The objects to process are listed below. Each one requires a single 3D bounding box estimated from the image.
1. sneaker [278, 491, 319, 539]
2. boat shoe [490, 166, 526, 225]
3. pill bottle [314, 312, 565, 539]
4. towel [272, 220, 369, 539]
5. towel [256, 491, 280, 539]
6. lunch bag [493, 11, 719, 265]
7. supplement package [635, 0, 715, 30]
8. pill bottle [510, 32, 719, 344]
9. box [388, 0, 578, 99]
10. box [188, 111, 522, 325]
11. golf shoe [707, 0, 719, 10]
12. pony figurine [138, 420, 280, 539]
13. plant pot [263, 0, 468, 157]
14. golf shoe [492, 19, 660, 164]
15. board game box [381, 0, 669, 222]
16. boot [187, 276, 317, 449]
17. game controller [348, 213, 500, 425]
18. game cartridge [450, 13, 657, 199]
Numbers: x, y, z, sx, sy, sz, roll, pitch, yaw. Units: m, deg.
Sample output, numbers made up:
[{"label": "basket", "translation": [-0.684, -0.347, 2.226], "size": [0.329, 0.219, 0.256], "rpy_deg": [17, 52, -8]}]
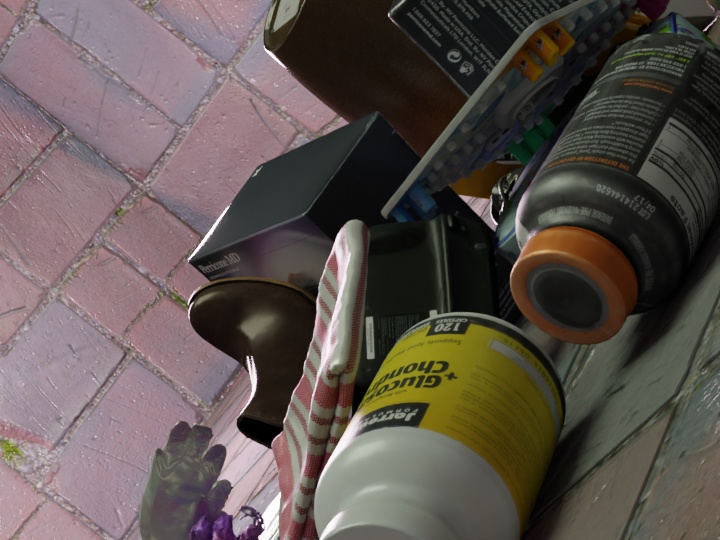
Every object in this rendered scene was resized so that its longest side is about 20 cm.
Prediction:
[{"label": "sneaker", "translation": [0.025, 0.117, 1.383], "size": [0.112, 0.078, 0.200], "rpy_deg": [-24, 26, 53]}, {"label": "boat shoe", "translation": [0.138, -0.057, 1.649], "size": [0.200, 0.066, 0.070], "rpy_deg": [-144, 59, -88]}, {"label": "pill bottle", "translation": [0.040, 0.114, 1.111], "size": [0.112, 0.112, 0.200], "rpy_deg": [-49, 5, 32]}, {"label": "towel", "translation": [-0.029, 0.087, 1.263], "size": [0.146, 0.030, 0.200], "rpy_deg": [-87, 9, -54]}, {"label": "towel", "translation": [-0.046, 0.202, 1.756], "size": [0.200, 0.048, 0.171], "rpy_deg": [-52, 5, -7]}, {"label": "lunch bag", "translation": [0.180, -0.077, 1.419], "size": [0.200, 0.082, 0.161], "rpy_deg": [-50, 4, 18]}, {"label": "supplement package", "translation": [0.201, -0.206, 1.834], "size": [0.109, 0.114, 0.200], "rpy_deg": [-8, -28, -40]}, {"label": "pill bottle", "translation": [0.159, -0.046, 1.214], "size": [0.200, 0.106, 0.106], "rpy_deg": [-55, 5, -40]}, {"label": "box", "translation": [0.139, -0.246, 1.565], "size": [0.200, 0.117, 0.197], "rpy_deg": [-41, 12, 21]}, {"label": "box", "translation": [0.000, 0.000, 1.648], "size": [0.123, 0.198, 0.200], "rpy_deg": [-54, 18, -28]}, {"label": "golf shoe", "translation": [0.321, -0.295, 1.633], "size": [0.200, 0.097, 0.078], "rpy_deg": [-50, 6, 46]}, {"label": "pony figurine", "translation": [-0.089, 0.226, 1.448], "size": [0.193, 0.166, 0.200], "rpy_deg": [-65, 20, 5]}, {"label": "plant pot", "translation": [0.024, -0.197, 1.773], "size": [0.187, 0.200, 0.187], "rpy_deg": [-51, 27, 39]}, {"label": "golf shoe", "translation": [0.179, -0.122, 1.631], "size": [0.200, 0.077, 0.088], "rpy_deg": [-23, -26, -15]}, {"label": "board game box", "translation": [0.124, -0.122, 1.440], "size": [0.200, 0.026, 0.200], "rpy_deg": [-30, -17, -49]}, {"label": "boot", "translation": [-0.062, 0.075, 1.523], "size": [0.166, 0.200, 0.072], "rpy_deg": [-44, -28, -64]}, {"label": "game controller", "translation": [0.042, 0.047, 1.354], "size": [0.104, 0.042, 0.200], "rpy_deg": [-11, 52, 12]}, {"label": "game cartridge", "translation": [0.173, -0.137, 1.723], "size": [0.200, 0.032, 0.176], "rpy_deg": [-47, -27, 24]}]
